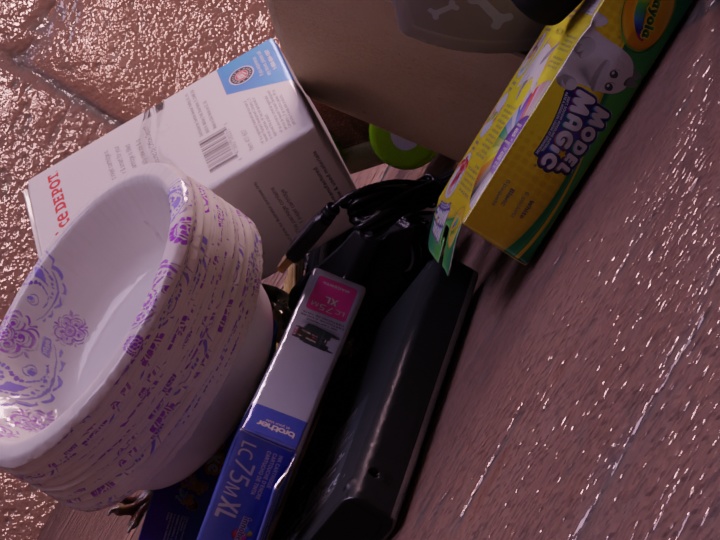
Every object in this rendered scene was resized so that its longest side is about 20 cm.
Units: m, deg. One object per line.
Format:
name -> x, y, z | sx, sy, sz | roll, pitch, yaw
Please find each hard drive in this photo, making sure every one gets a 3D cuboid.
hard drive -> 0.000, 0.097, 1.187 | 0.140, 0.033, 0.201 | -53, 10, 41

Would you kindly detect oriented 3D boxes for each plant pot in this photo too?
plant pot -> 0.054, -0.186, 1.370 | 0.177, 0.198, 0.201 | 102, -167, -60

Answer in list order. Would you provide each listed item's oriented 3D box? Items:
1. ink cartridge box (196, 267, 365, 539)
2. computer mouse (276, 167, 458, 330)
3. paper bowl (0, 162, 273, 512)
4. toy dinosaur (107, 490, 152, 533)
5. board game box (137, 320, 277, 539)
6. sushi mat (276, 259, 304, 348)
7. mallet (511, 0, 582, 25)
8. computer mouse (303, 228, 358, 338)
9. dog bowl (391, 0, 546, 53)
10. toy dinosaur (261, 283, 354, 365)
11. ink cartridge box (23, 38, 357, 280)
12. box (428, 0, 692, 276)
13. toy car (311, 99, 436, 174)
ink cartridge box -> -0.051, 0.100, 1.213 | 0.200, 0.042, 0.120 | -71, 2, -56
computer mouse -> 0.000, 0.000, 1.317 | 0.140, 0.046, 0.200 | -13, -18, -40
paper bowl -> -0.128, 0.046, 1.262 | 0.200, 0.104, 0.202 | -40, 30, 29
toy dinosaur -> -0.117, 0.127, 1.563 | 0.182, 0.105, 0.201 | -53, 9, 35
board game box -> -0.099, 0.144, 1.348 | 0.135, 0.044, 0.201 | 98, -174, -58
sushi mat -> -0.056, 0.079, 1.498 | 0.201, 0.012, 0.096 | -91, 16, -59
mallet -> 0.122, -0.219, 1.174 | 0.066, 0.041, 0.201 | -45, 22, 46
computer mouse -> -0.010, 0.002, 1.530 | 0.200, 0.052, 0.140 | 122, 159, -70
dog bowl -> 0.071, -0.225, 1.258 | 0.059, 0.199, 0.201 | 101, -167, -60
toy dinosaur -> -0.075, 0.026, 1.456 | 0.200, 0.087, 0.048 | -134, 45, -53
ink cartridge box -> -0.111, -0.046, 1.419 | 0.199, 0.085, 0.146 | -30, 32, 4
box -> 0.103, -0.083, 1.161 | 0.201, 0.048, 0.117 | -56, 8, 6
toy car -> -0.017, -0.173, 1.578 | 0.157, 0.202, 0.164 | -16, 11, 11
